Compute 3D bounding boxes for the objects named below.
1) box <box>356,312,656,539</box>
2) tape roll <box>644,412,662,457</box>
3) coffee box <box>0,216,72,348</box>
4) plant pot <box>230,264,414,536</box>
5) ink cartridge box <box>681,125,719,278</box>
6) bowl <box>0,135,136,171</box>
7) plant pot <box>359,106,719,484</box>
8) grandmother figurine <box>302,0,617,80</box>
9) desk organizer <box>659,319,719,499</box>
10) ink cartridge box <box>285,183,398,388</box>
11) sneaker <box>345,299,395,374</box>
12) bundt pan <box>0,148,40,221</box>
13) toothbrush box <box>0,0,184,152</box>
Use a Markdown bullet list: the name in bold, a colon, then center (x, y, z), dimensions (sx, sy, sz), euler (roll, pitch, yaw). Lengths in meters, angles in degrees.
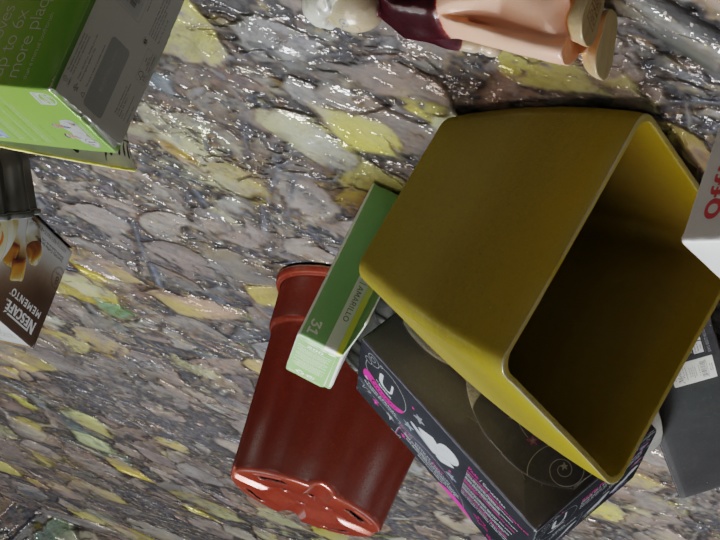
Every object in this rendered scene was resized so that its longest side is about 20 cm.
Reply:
- **box**: center (0.109, 0.105, 1.626), dimensions (0.200, 0.132, 0.115), euler (48, 163, 15)
- **tape roll**: center (0.165, 0.077, 1.726), dimensions (0.203, 0.037, 0.203), euler (48, 166, 16)
- **coffee box**: center (-0.376, -0.020, 2.063), dimensions (0.079, 0.115, 0.200), euler (10, 157, 28)
- **plant pot**: center (-0.018, 0.128, 1.954), dimensions (0.199, 0.196, 0.201), euler (19, 160, 7)
- **ink cartridge box**: center (0.297, -0.060, 1.192), dimensions (0.199, 0.145, 0.084), euler (-2, 149, 48)
- **bowl**: center (-0.260, -0.139, 1.610), dimensions (0.199, 0.095, 0.201), euler (11, -177, -1)
- **plant pot**: center (0.120, -0.001, 1.492), dimensions (0.176, 0.201, 0.200), euler (21, 165, 38)
- **grandmother figurine**: center (0.054, -0.163, 1.312), dimensions (0.199, 0.061, 0.122), euler (9, 149, 25)
- **desk organizer**: center (0.264, 0.088, 1.725), dimensions (0.071, 0.077, 0.201), euler (-17, 133, 9)
- **ink cartridge box**: center (0.000, 0.000, 1.666), dimensions (0.048, 0.146, 0.200), euler (25, 161, 1)
- **sneaker**: center (0.084, 0.061, 1.850), dimensions (0.199, 0.076, 0.091), euler (10, 123, -27)
- **bundt pan**: center (-0.381, -0.086, 1.857), dimensions (0.200, 0.076, 0.202), euler (1, -174, 0)
- **toothbrush box**: center (-0.235, -0.170, 1.462), dimensions (0.199, 0.146, 0.086), euler (8, 156, 36)
